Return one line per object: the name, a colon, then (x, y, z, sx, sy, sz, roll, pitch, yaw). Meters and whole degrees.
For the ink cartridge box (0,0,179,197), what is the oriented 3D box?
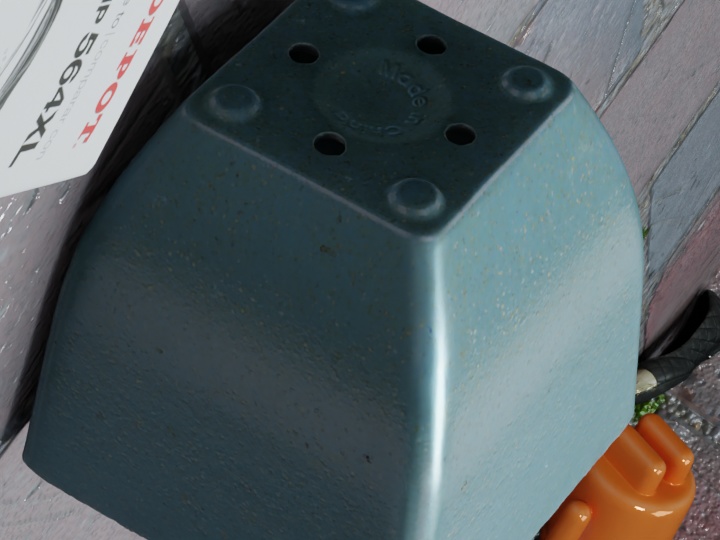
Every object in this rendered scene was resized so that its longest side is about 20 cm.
ink cartridge box: (-0.111, -0.092, 0.756, 0.146, 0.084, 0.200, -61, 166, 19)

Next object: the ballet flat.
ballet flat: (0.295, 0.079, 2.844, 0.066, 0.057, 0.200, -30, -178, 40)

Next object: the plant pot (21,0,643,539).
plant pot: (0.000, 0.000, 1.193, 0.196, 0.196, 0.200, -45, 155, -39)

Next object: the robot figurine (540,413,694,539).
robot figurine: (0.240, 0.226, 2.780, 0.144, 0.116, 0.200, -69, -177, -53)
